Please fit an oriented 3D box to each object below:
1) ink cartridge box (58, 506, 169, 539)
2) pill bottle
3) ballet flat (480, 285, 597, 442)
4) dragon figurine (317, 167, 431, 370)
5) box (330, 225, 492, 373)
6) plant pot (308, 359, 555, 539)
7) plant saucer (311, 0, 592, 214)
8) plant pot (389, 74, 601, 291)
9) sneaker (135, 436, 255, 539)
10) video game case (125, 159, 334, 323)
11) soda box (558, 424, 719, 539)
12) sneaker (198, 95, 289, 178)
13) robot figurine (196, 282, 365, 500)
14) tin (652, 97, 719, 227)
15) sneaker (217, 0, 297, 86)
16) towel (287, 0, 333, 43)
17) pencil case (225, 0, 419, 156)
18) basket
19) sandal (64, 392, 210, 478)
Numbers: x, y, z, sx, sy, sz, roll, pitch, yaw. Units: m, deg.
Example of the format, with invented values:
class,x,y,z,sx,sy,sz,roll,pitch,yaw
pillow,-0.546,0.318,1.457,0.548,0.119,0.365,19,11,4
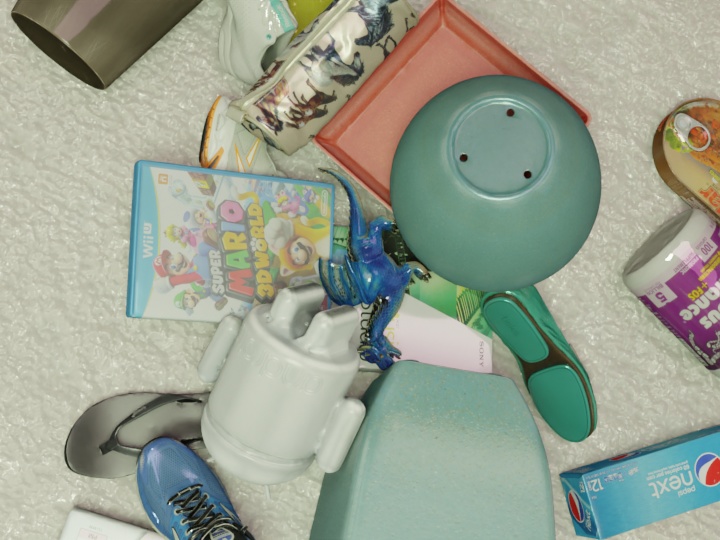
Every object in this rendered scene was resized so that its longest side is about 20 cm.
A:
class,x,y,z,sx,sy,sz,roll,pitch,yaw
ink cartridge box,-0.221,0.337,0.986,0.162,0.057,0.201,19,72,-8
pill bottle,0.381,0.041,1.130,0.200,0.112,0.112,45,75,-1
ballet flat,0.191,0.082,1.101,0.201,0.067,0.071,56,37,-19
dragon figurine,0.000,0.000,1.036,0.099,0.059,0.201,-38,106,-28
box,0.038,0.032,1.099,0.199,0.036,0.145,4,80,-12
plant pot,0.066,0.195,1.001,0.195,0.196,0.201,10,72,-10
plant saucer,0.088,-0.135,1.055,0.200,0.037,0.200,42,86,9
plant pot,0.121,-0.090,0.958,0.199,0.135,0.202,-1,80,5
sneaker,-0.131,0.232,0.960,0.078,0.089,0.200,-30,77,-27
video game case,-0.118,-0.021,1.018,0.199,0.018,0.144,5,84,-27
soda box,0.312,0.215,1.109,0.199,0.064,0.068,-14,83,-13
sneaker,-0.118,-0.072,1.069,0.091,0.076,0.201,10,79,-14
robot figurine,-0.075,0.110,0.977,0.169,0.113,0.201,33,109,23
tin,0.413,-0.104,1.201,0.200,0.042,0.112,42,71,-2
sneaker,-0.096,-0.263,1.039,0.075,0.201,0.088,-33,52,-27
towel,-0.037,-0.284,1.152,0.085,0.018,0.201,3,80,-6
pencil case,-0.038,-0.197,1.025,0.200,0.078,0.089,-47,137,-2
basket,-0.235,-0.290,1.054,0.180,0.136,0.200,36,79,3
sandal,-0.184,0.148,1.029,0.199,0.043,0.077,-11,82,-13
